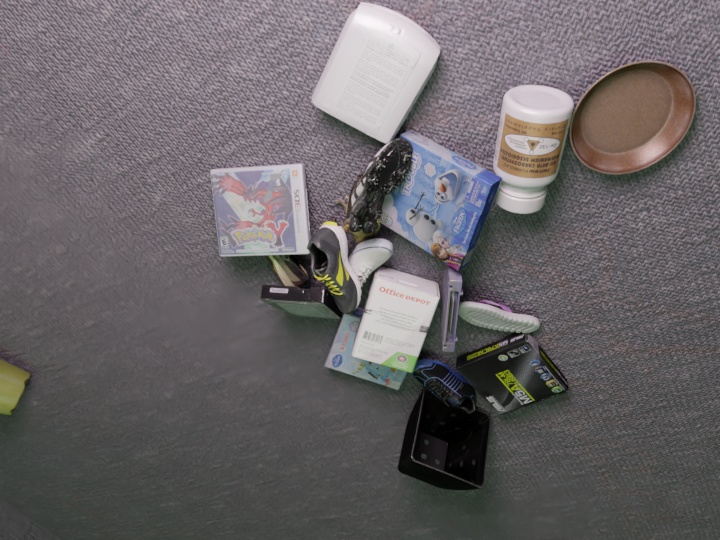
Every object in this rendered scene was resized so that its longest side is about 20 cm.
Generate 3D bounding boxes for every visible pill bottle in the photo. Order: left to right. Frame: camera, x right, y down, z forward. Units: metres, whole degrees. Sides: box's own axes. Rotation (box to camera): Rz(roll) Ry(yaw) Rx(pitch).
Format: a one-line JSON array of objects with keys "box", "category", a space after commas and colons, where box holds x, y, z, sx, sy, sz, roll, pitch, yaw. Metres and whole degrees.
[{"box": [0.291, -0.205, 1.032, 0.114, 0.114, 0.200, 6, 130, 7], "category": "pill bottle"}]

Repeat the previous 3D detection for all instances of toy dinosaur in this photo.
[{"box": [-0.011, -0.090, 1.227, 0.101, 0.058, 0.200, 9, 130, 3], "category": "toy dinosaur"}]

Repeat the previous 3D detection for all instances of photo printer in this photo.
[{"box": [0.028, -0.336, 1.011, 0.166, 0.070, 0.200, 25, 129, -9], "category": "photo printer"}]

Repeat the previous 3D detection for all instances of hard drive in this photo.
[{"box": [-0.125, 0.072, 1.324, 0.139, 0.038, 0.200, 4, 168, 9], "category": "hard drive"}]

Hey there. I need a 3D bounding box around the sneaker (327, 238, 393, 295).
[{"box": [0.000, 0.000, 1.266, 0.073, 0.071, 0.200, 21, 145, -27], "category": "sneaker"}]

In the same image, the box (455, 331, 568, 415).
[{"box": [0.363, 0.249, 1.430, 0.193, 0.048, 0.200, -29, 117, 28], "category": "box"}]

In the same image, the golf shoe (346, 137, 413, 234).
[{"box": [0.024, -0.169, 1.111, 0.078, 0.095, 0.200, 16, 119, -30], "category": "golf shoe"}]

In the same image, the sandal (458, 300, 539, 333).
[{"box": [0.301, 0.095, 1.320, 0.202, 0.050, 0.082, 17, 146, -18], "category": "sandal"}]

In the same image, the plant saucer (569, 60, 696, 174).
[{"box": [0.447, -0.256, 0.995, 0.200, 0.037, 0.201, 0, 130, 0], "category": "plant saucer"}]

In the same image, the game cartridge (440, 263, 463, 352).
[{"box": [0.191, 0.057, 1.256, 0.038, 0.130, 0.200, 4, 129, 6], "category": "game cartridge"}]

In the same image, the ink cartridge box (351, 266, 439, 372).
[{"box": [0.076, 0.107, 1.320, 0.145, 0.084, 0.200, 16, 113, -2], "category": "ink cartridge box"}]

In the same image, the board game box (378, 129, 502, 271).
[{"box": [0.140, -0.129, 1.115, 0.199, 0.043, 0.200, 34, 134, 23], "category": "board game box"}]

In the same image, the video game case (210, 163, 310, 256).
[{"box": [-0.203, -0.121, 1.217, 0.199, 0.023, 0.183, -1, 102, 13], "category": "video game case"}]

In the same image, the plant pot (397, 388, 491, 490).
[{"box": [0.202, 0.460, 1.550, 0.199, 0.200, 0.178, 23, 140, -7], "category": "plant pot"}]

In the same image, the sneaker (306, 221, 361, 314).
[{"box": [-0.061, 0.005, 1.203, 0.074, 0.085, 0.200, 1, 116, 39], "category": "sneaker"}]

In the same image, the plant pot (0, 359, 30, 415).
[{"box": [-1.079, 0.330, 1.729, 0.184, 0.201, 0.200, 26, 130, -24], "category": "plant pot"}]

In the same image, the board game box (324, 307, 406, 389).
[{"box": [0.032, 0.189, 1.455, 0.199, 0.041, 0.200, 19, 129, -3], "category": "board game box"}]

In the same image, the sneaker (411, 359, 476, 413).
[{"box": [0.206, 0.283, 1.451, 0.200, 0.078, 0.070, 26, 125, -23], "category": "sneaker"}]

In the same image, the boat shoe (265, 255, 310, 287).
[{"box": [-0.176, -0.049, 1.295, 0.065, 0.073, 0.200, -28, 113, 2], "category": "boat shoe"}]
